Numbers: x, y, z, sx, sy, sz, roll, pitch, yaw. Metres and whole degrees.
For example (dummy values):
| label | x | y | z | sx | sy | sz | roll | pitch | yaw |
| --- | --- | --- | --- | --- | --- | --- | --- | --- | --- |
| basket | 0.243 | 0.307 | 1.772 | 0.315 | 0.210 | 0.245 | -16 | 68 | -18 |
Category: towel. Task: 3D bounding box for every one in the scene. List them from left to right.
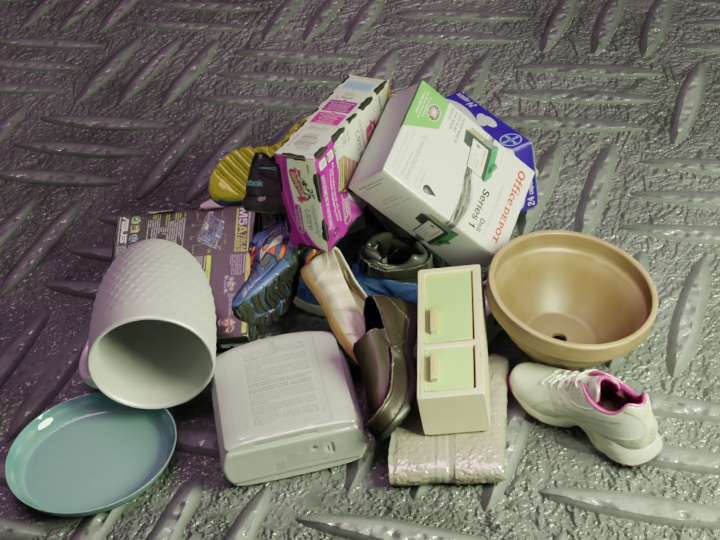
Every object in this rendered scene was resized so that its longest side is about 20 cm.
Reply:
| label | x | y | z | sx | sy | sz | roll | pitch | yaw |
| --- | --- | --- | --- | --- | --- | --- | --- | --- | --- |
| towel | 0.102 | 0.165 | 1.583 | 0.132 | 0.035 | 0.200 | -4 | 37 | 9 |

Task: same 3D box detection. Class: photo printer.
| label | x | y | z | sx | sy | sz | roll | pitch | yaw |
| --- | --- | --- | --- | --- | --- | --- | --- | --- | --- |
| photo printer | -0.089 | 0.149 | 1.616 | 0.166 | 0.070 | 0.200 | -13 | 36 | -4 |

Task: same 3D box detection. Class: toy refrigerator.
| label | x | y | z | sx | sy | sz | roll | pitch | yaw |
| --- | --- | --- | --- | --- | --- | --- | --- | --- | --- |
| toy refrigerator | 0.104 | 0.085 | 1.585 | 0.076 | 0.070 | 0.201 | -5 | 44 | 8 |

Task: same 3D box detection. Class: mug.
| label | x | y | z | sx | sy | sz | roll | pitch | yaw |
| --- | --- | --- | --- | --- | --- | --- | --- | --- | --- |
| mug | -0.264 | 0.065 | 1.672 | 0.200 | 0.148 | 0.176 | -37 | 34 | 23 |

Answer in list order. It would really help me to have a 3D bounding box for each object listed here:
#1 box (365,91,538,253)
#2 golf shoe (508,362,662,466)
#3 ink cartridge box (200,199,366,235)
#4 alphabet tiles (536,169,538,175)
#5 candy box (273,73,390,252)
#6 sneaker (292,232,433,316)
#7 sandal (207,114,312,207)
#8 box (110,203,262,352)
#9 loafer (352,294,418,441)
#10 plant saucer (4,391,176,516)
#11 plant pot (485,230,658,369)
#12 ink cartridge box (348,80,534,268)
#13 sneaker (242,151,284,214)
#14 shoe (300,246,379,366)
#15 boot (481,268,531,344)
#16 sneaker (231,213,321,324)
| label | x | y | z | sx | sy | sz | roll | pitch | yaw |
| --- | --- | --- | --- | --- | --- | --- | --- | --- | --- |
| box | 0.107 | -0.134 | 1.905 | 0.199 | 0.105 | 0.184 | -25 | 39 | -18 |
| golf shoe | 0.247 | 0.136 | 1.542 | 0.200 | 0.092 | 0.075 | 25 | 50 | 37 |
| ink cartridge box | -0.107 | -0.076 | 1.929 | 0.199 | 0.068 | 0.116 | -21 | 38 | -18 |
| alphabet tiles | 0.144 | -0.132 | 1.994 | 0.195 | 0.015 | 0.200 | 19 | 44 | 33 |
| candy box | -0.025 | -0.135 | 1.735 | 0.061 | 0.137 | 0.200 | 11 | 41 | 25 |
| sneaker | 0.000 | -0.001 | 1.765 | 0.199 | 0.112 | 0.077 | 6 | 38 | 20 |
| sandal | -0.117 | -0.132 | 1.881 | 0.199 | 0.087 | 0.080 | -26 | 73 | -26 |
| box | -0.227 | 0.012 | 1.797 | 0.192 | 0.048 | 0.201 | -3 | 59 | 6 |
| loafer | 0.019 | 0.106 | 1.580 | 0.071 | 0.073 | 0.200 | 26 | 39 | -18 |
| plant saucer | -0.308 | 0.214 | 1.613 | 0.199 | 0.028 | 0.200 | -6 | 35 | 4 |
| plant pot | 0.240 | 0.051 | 1.640 | 0.200 | 0.093 | 0.201 | 5 | 41 | -5 |
| ink cartridge box | 0.104 | -0.112 | 1.730 | 0.084 | 0.200 | 0.147 | -21 | 39 | 54 |
| sneaker | -0.067 | -0.118 | 1.810 | 0.075 | 0.080 | 0.200 | 5 | 9 | 41 |
| shoe | -0.005 | 0.055 | 1.679 | 0.053 | 0.070 | 0.200 | -40 | 63 | 12 |
| boot | 0.154 | 0.024 | 1.728 | 0.090 | 0.073 | 0.200 | 28 | 50 | 32 |
| sneaker | -0.112 | -0.005 | 1.746 | 0.078 | 0.076 | 0.200 | 16 | 41 | 18 |
